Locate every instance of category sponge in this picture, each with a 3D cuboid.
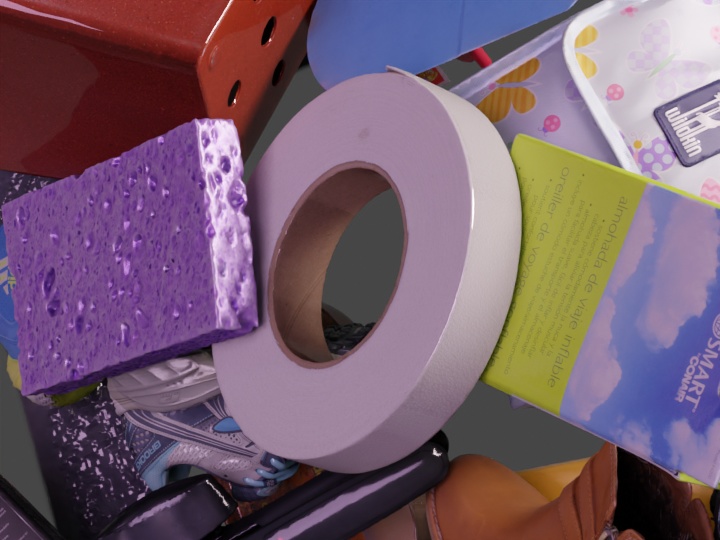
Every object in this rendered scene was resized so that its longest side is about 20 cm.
[{"bbox_3d":[-0.125,-0.004,1.502,0.200,0.030,0.112,-19,74,51],"label":"sponge"}]

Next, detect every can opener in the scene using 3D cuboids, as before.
[{"bbox_3d":[-0.042,0.136,1.482,0.199,0.063,0.079,-23,114,14],"label":"can opener"}]

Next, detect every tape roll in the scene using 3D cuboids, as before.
[{"bbox_3d":[0.000,0.000,1.410,0.202,0.037,0.204,-25,56,43],"label":"tape roll"}]

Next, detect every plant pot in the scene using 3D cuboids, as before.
[{"bbox_3d":[-0.125,-0.156,1.525,0.176,0.200,0.200,22,67,15],"label":"plant pot"}]

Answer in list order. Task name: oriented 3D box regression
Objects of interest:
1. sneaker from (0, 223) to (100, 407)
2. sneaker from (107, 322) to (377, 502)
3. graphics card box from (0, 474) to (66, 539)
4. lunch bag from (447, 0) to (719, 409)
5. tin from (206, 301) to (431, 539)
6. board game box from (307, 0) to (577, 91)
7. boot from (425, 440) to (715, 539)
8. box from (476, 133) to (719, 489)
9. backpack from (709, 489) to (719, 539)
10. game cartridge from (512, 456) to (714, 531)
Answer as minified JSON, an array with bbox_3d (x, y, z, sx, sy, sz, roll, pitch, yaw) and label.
[{"bbox_3d":[-0.157,-0.024,1.621,0.105,0.076,0.200,41,102,26],"label":"sneaker"},{"bbox_3d":[-0.043,0.078,1.530,0.199,0.078,0.087,-7,95,32],"label":"sneaker"},{"bbox_3d":[-0.167,0.185,1.582,0.200,0.126,0.051,41,83,21],"label":"graphics card box"},{"bbox_3d":[0.138,-0.046,1.453,0.199,0.127,0.170,-28,78,16],"label":"lunch bag"},{"bbox_3d":[-0.026,0.109,1.570,0.112,0.042,0.201,-26,75,26],"label":"tin"},{"bbox_3d":[0.065,-0.152,1.496,0.199,0.039,0.158,-21,38,25],"label":"board game box"},{"bbox_3d":[0.105,0.129,1.397,0.156,0.076,0.200,101,149,-45],"label":"boot"},{"bbox_3d":[0.129,0.020,1.318,0.200,0.048,0.122,24,95,48],"label":"box"},{"bbox_3d":[0.256,0.102,1.331,0.177,0.200,0.151,7,65,3],"label":"backpack"},{"bbox_3d":[0.169,0.179,1.477,0.199,0.032,0.177,-12,82,22],"label":"game cartridge"}]
